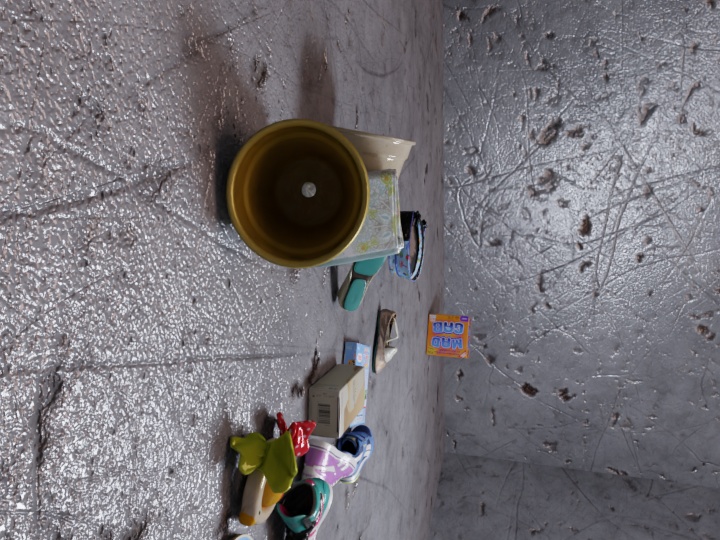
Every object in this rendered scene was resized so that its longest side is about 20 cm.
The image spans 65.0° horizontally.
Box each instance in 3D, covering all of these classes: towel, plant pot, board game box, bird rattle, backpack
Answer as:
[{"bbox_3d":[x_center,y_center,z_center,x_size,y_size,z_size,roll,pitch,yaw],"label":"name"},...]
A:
[{"bbox_3d":[-0.015,-0.102,1.102,0.048,0.197,0.174,-120,-158,-64],"label":"towel"},{"bbox_3d":[0.002,-0.194,1.181,0.200,0.197,0.187,-34,136,-71],"label":"plant pot"},{"bbox_3d":[0.446,0.330,2.837,0.200,0.196,0.204,30,65,-73],"label":"board game box"},{"bbox_3d":[-0.013,0.291,1.445,0.151,0.036,0.204,39,56,-72],"label":"board game box"},{"bbox_3d":[-0.149,0.316,0.907,0.200,0.111,0.166,75,31,-82],"label":"bird rattle"},{"bbox_3d":[-0.086,-0.118,0.856,0.189,0.197,0.205,-93,-177,-80],"label":"plant pot"},{"bbox_3d":[0.128,-0.071,1.720,0.182,0.132,0.204,20,73,-74],"label":"backpack"}]

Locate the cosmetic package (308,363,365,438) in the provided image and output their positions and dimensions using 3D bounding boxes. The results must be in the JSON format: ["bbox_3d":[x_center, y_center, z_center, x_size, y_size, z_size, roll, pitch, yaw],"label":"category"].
[{"bbox_3d":[-0.048,0.282,1.247,0.200,0.070,0.107,-24,115,-73],"label":"cosmetic package"}]

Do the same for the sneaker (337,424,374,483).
[{"bbox_3d":[-0.013,0.435,1.402,0.200,0.073,0.084,-52,139,-67],"label":"sneaker"}]

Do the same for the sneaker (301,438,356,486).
[{"bbox_3d":[-0.074,0.437,1.198,0.201,0.072,0.116,51,47,-53],"label":"sneaker"}]

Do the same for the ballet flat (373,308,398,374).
[{"bbox_3d":[0.080,0.216,1.718,0.068,0.066,0.204,39,55,-71],"label":"ballet flat"}]

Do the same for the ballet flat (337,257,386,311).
[{"bbox_3d":[0.000,0.000,1.276,0.202,0.069,0.070,-61,177,26],"label":"ballet flat"}]

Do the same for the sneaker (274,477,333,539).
[{"bbox_3d":[-0.115,0.467,1.014,0.121,0.082,0.202,59,43,-53],"label":"sneaker"}]

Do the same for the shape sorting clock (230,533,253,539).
[{"bbox_3d":[-0.187,0.499,0.831,0.200,0.039,0.204,3,90,-75],"label":"shape sorting clock"}]
